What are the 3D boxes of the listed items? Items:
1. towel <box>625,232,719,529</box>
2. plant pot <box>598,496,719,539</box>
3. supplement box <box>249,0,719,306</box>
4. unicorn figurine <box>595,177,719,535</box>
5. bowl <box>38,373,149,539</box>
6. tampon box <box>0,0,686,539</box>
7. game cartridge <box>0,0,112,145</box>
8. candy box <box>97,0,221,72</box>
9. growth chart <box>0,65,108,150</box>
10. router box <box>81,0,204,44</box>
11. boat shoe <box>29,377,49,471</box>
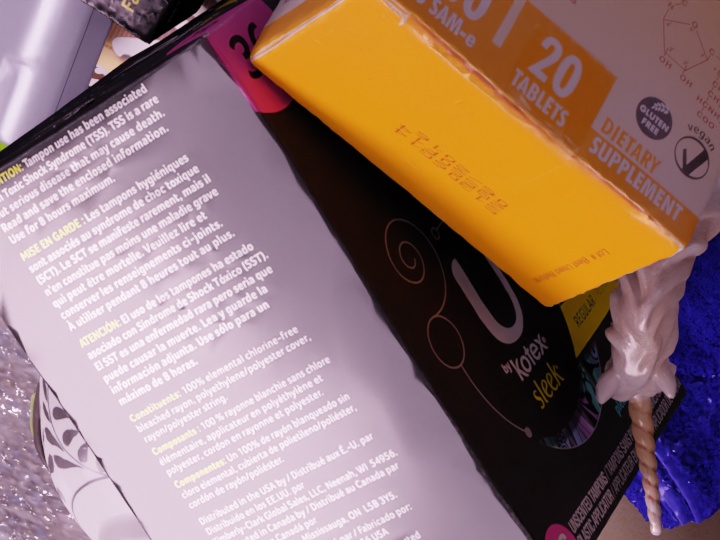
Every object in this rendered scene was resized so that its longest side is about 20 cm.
[{"bbox_3d":[0.114,-0.005,0.973,0.200,0.147,0.050,48,-175,-29],"label":"towel"},{"bbox_3d":[0.115,0.133,1.132,0.199,0.200,0.135,3,104,32],"label":"plant pot"},{"bbox_3d":[0.070,-0.109,0.801,0.126,0.201,0.073,38,149,-17],"label":"supplement box"},{"bbox_3d":[0.115,-0.038,0.853,0.074,0.137,0.200,34,102,-18],"label":"unicorn figurine"},{"bbox_3d":[-0.055,0.090,1.086,0.199,0.095,0.201,14,152,7],"label":"bowl"},{"bbox_3d":[-0.011,0.010,0.860,0.126,0.150,0.201,-28,100,30],"label":"tampon box"},{"bbox_3d":[-0.158,-0.156,0.953,0.200,0.041,0.134,45,134,23],"label":"game cartridge"},{"bbox_3d":[-0.029,-0.135,0.936,0.115,0.055,0.200,35,135,-12],"label":"candy box"},{"bbox_3d":[-0.122,-0.073,1.095,0.144,0.018,0.200,15,159,-23],"label":"growth chart"},{"bbox_3d":[-0.075,-0.196,0.824,0.149,0.051,0.201,33,114,5],"label":"router box"},{"bbox_3d":[-0.112,0.039,1.251,0.071,0.061,0.201,28,147,0],"label":"boat shoe"}]
